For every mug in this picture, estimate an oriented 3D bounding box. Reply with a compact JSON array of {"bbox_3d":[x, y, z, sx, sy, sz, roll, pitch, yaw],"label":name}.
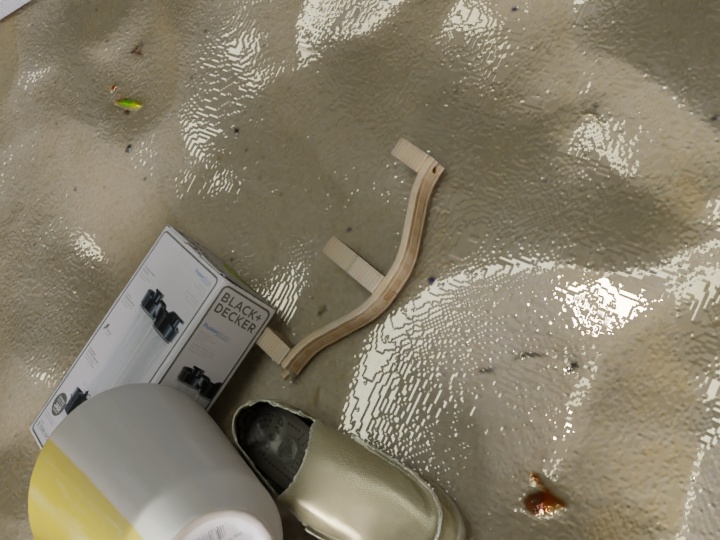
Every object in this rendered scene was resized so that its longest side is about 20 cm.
[{"bbox_3d":[-0.133,0.185,0.674,0.152,0.148,0.189,18,83,55],"label":"mug"}]

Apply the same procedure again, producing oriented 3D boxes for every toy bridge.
[{"bbox_3d":[0.000,0.000,0.769,0.067,0.027,0.201,37,92,35],"label":"toy bridge"}]

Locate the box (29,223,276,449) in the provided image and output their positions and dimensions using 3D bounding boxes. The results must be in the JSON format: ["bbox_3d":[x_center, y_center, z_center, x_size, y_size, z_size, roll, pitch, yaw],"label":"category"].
[{"bbox_3d":[-0.164,0.078,0.799,0.202,0.060,0.116,-57,40,-1],"label":"box"}]

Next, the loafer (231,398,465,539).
[{"bbox_3d":[-0.019,0.147,0.697,0.198,0.068,0.077,22,83,34],"label":"loafer"}]

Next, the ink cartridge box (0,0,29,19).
[{"bbox_3d":[-0.418,-0.367,1.150,0.197,0.043,0.200,-21,63,24],"label":"ink cartridge box"}]
